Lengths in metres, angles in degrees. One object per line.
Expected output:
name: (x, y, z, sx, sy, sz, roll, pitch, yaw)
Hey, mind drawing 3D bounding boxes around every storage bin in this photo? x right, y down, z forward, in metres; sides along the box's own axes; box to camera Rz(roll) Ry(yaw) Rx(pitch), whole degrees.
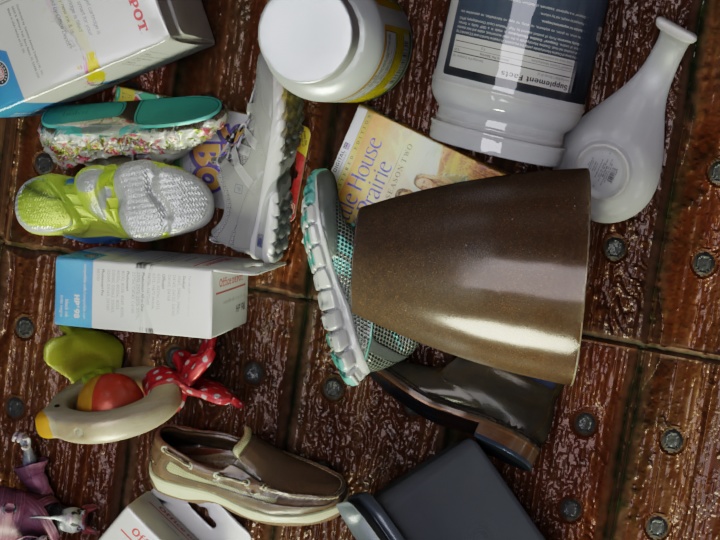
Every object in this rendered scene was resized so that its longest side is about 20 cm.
storage bin: (0.090, 0.261, 1.466, 0.134, 0.146, 0.201, -34, 87, -13)

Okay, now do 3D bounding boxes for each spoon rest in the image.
spoon rest: (0.246, -0.135, 1.426, 0.099, 0.061, 0.202, 30, 115, 10)

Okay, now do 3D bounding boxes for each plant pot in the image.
plant pot: (0.093, -0.003, 1.371, 0.197, 0.187, 0.190, 5, 97, 4)

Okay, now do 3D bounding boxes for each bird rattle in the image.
bird rattle: (-0.221, 0.126, 1.509, 0.197, 0.163, 0.114, 8, 116, 21)

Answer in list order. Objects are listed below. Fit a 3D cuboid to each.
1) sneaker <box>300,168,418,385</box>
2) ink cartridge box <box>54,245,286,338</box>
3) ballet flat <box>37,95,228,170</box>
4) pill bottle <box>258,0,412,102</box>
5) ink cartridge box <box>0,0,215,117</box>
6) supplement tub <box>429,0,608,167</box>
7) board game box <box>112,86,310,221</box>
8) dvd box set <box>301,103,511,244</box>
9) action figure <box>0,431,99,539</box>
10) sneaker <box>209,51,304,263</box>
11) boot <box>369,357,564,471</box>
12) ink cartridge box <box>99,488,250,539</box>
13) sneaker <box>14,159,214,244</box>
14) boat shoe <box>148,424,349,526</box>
sneaker: (0.000, 0.000, 1.461, 0.090, 0.078, 0.203, -14, 93, -7)
ink cartridge box: (-0.179, 0.021, 1.502, 0.197, 0.116, 0.068, 5, 97, 13)
ballet flat: (-0.214, -0.129, 1.504, 0.197, 0.076, 0.065, 0, 126, 18)
pill bottle: (-0.024, -0.206, 1.399, 0.111, 0.200, 0.114, 1, 96, 12)
ink cartridge box: (-0.264, -0.248, 1.479, 0.198, 0.145, 0.149, -19, 92, 14)
supplement tub: (0.141, -0.204, 1.392, 0.139, 0.140, 0.203, 14, 99, 11)
board game box: (-0.151, -0.113, 1.529, 0.197, 0.030, 0.097, 13, 98, 9)
dvd box set: (0.060, -0.050, 1.483, 0.198, 0.029, 0.148, 27, 101, 9)
action figure: (-0.361, 0.252, 1.576, 0.197, 0.135, 0.150, 12, 138, -14)
sneaker: (-0.103, -0.111, 1.467, 0.081, 0.075, 0.203, 9, 96, 12)
boot: (0.098, 0.101, 1.485, 0.199, 0.075, 0.098, 29, 77, 18)
ink cartridge box: (-0.215, 0.306, 1.557, 0.116, 0.067, 0.201, 41, 103, 7)
sneaker: (-0.227, -0.063, 1.514, 0.197, 0.105, 0.077, 3, 85, 12)
boat shoe: (-0.109, 0.191, 1.510, 0.199, 0.075, 0.076, 7, 125, 6)
